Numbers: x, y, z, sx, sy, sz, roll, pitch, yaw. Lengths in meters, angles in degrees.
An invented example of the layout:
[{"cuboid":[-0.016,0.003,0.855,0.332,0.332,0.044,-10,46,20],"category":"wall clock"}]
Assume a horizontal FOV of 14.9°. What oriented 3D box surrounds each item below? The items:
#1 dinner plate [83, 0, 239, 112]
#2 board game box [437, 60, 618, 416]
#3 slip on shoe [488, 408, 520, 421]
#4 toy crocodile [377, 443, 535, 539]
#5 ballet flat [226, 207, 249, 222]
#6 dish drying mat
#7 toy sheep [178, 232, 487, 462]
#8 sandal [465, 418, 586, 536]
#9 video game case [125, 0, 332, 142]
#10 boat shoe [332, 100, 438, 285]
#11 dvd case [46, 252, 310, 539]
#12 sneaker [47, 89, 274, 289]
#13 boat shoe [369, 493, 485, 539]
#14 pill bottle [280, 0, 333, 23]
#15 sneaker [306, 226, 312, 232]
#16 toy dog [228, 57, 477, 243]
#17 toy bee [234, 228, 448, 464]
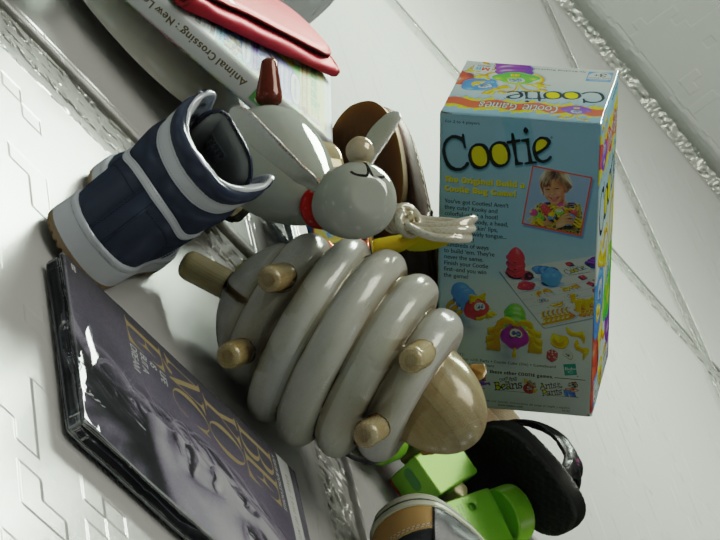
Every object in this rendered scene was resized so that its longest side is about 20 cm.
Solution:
[{"cuboid":[-0.143,-0.180,1.856,0.200,0.024,0.200,45,13,-13],"category":"dinner plate"},{"cuboid":[0.108,-0.022,1.765,0.103,0.105,0.201,-63,156,-64],"category":"board game box"},{"cuboid":[0.067,0.052,1.960,0.200,0.061,0.076,52,13,-8],"category":"slip on shoe"},{"cuboid":[0.048,0.132,1.706,0.067,0.062,0.200,-20,73,-35],"category":"toy crocodile"},{"cuboid":[-0.079,-0.074,1.760,0.067,0.057,0.200,52,10,-5],"category":"ballet flat"},{"cuboid":[-0.081,-0.179,1.838,0.077,0.018,0.200,50,15,26],"category":"dish drying mat"},{"cuboid":[-0.016,0.041,1.557,0.200,0.138,0.138,34,11,8],"category":"toy sheep"},{"cuboid":[0.102,0.121,1.751,0.075,0.048,0.200,64,-16,-10],"category":"sandal"},{"cuboid":[-0.092,-0.165,1.851,0.182,0.022,0.200,40,14,-14],"category":"video game case"},{"cuboid":[0.018,-0.009,1.814,0.070,0.070,0.201,13,72,-53],"category":"boat shoe"},{"cuboid":[-0.087,0.094,1.411,0.200,0.016,0.149,46,15,-32],"category":"dvd case"},{"cuboid":[-0.099,-0.052,1.528,0.070,0.108,0.200,53,13,-4],"category":"sneaker"},{"cuboid":[0.081,0.204,1.612,0.200,0.075,0.062,40,24,-32],"category":"boat shoe"},{"cuboid":[-0.106,-0.271,2.053,0.200,0.111,0.111,57,13,15],"category":"pill bottle"},{"cuboid":[0.015,0.008,1.882,0.200,0.066,0.078,63,-18,-2],"category":"sneaker"},{"cuboid":[-0.030,-0.073,1.590,0.132,0.200,0.097,0,96,-45],"category":"toy dog"},{"cuboid":[0.000,0.000,1.685,0.200,0.131,0.109,54,-17,41],"category":"toy bee"}]
